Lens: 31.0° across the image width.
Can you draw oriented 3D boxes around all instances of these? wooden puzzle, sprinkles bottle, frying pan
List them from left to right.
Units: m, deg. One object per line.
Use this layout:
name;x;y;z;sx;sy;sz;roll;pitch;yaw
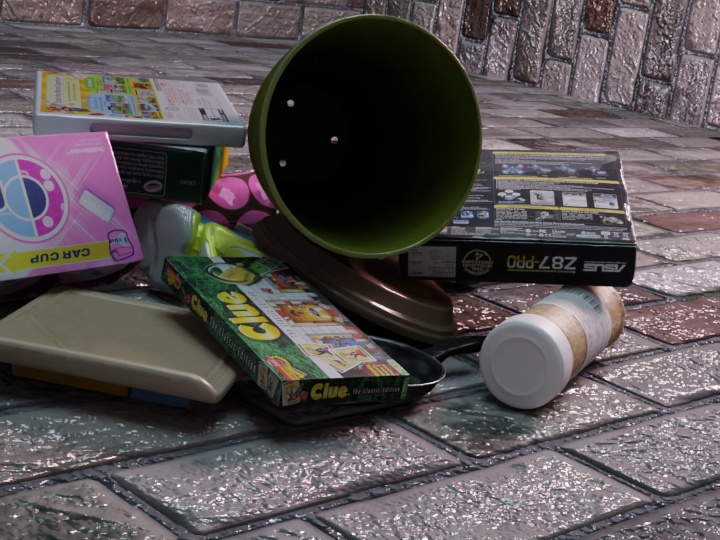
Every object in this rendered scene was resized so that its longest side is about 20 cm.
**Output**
wooden puzzle;-0.168;0.056;0.938;0.183;0.038;0.200;10;10;8
frying pan;0.022;0.066;0.999;0.114;0.031;0.190;17;14;22
sprinkles bottle;0.160;0.054;1.050;0.068;0.069;0.200;14;16;23

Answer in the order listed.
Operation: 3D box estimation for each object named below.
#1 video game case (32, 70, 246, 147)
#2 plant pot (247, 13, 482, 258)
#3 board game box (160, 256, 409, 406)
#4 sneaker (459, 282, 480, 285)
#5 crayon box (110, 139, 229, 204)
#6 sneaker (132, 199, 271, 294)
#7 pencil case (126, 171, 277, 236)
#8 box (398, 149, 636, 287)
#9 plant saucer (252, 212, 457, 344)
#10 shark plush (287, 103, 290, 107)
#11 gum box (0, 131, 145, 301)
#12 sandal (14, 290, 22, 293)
video game case;-0.207;-0.149;1.189;0.180;0.023;0.200;2;19;-14
plant pot;-0.023;-0.113;1.096;0.185;0.190;0.200;3;5;-21
board game box;-0.059;0.039;0.934;0.104;0.024;0.200;-3;26;-33
sneaker;0.053;-0.028;1.249;0.199;0.071;0.081;33;41;-30
crayon box;-0.191;-0.115;1.207;0.124;0.052;0.200;7;18;1
sneaker;-0.114;-0.002;1.132;0.199;0.076;0.105;30;13;38
pencil case;-0.177;-0.057;1.261;0.198;0.091;0.094;-1;45;-27
box;0.135;-0.051;1.138;0.197;0.050;0.162;1;36;4
plant saucer;0.000;0.000;1.114;0.199;0.030;0.200;28;11;-6
shark plush;-0.032;-0.088;1.253;0.090;0.202;0.083;-14;18;2
gum box;-0.281;-0.039;1.013;0.199;0.115;0.066;-9;-13;-41
sandal;-0.365;-0.019;1.026;0.209;0.070;0.078;1;16;-26
